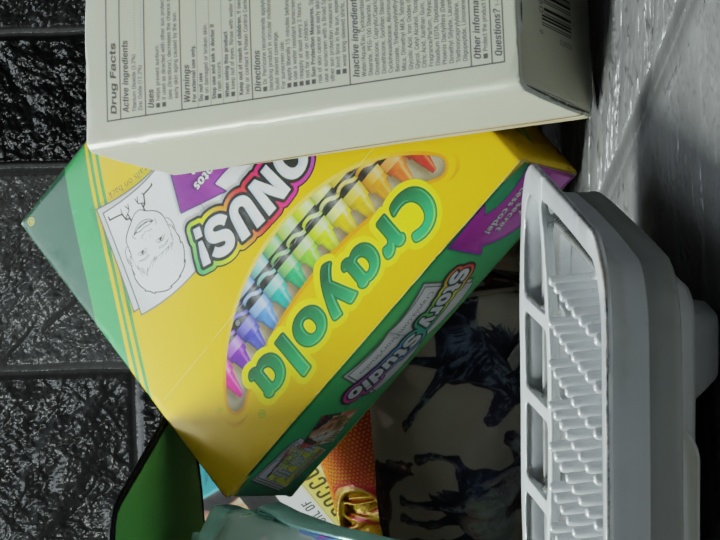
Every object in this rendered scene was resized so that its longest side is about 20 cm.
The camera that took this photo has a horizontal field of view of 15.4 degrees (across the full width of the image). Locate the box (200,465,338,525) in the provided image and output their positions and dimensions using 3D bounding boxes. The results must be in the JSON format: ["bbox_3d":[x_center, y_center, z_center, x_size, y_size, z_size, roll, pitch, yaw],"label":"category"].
[{"bbox_3d":[-0.020,0.107,1.374,0.082,0.199,0.049,51,-164,-27],"label":"box"}]

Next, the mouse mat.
[{"bbox_3d":[-0.084,0.167,1.169,0.161,0.007,0.201,-65,-28,-70],"label":"mouse mat"}]

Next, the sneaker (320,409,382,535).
[{"bbox_3d":[0.025,0.134,1.275,0.201,0.073,0.077,60,-137,-21],"label":"sneaker"}]

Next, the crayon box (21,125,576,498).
[{"bbox_3d":[-0.032,-0.031,1.162,0.173,0.200,0.058,50,-159,27],"label":"crayon box"}]

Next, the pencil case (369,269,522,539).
[{"bbox_3d":[0.050,0.097,1.203,0.078,0.089,0.201,-7,-87,-48],"label":"pencil case"}]

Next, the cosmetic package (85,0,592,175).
[{"bbox_3d":[-0.011,-0.104,1.082,0.073,0.199,0.104,14,-107,-60],"label":"cosmetic package"}]

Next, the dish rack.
[{"bbox_3d":[0.084,0.059,0.875,0.200,0.043,0.173,-106,15,-80],"label":"dish rack"}]

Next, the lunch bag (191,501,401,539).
[{"bbox_3d":[0.006,0.204,1.125,0.122,0.170,0.201,-26,-61,-50],"label":"lunch bag"}]

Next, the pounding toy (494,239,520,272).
[{"bbox_3d":[0.004,-0.069,1.326,0.142,0.183,0.201,95,164,-65],"label":"pounding toy"}]
